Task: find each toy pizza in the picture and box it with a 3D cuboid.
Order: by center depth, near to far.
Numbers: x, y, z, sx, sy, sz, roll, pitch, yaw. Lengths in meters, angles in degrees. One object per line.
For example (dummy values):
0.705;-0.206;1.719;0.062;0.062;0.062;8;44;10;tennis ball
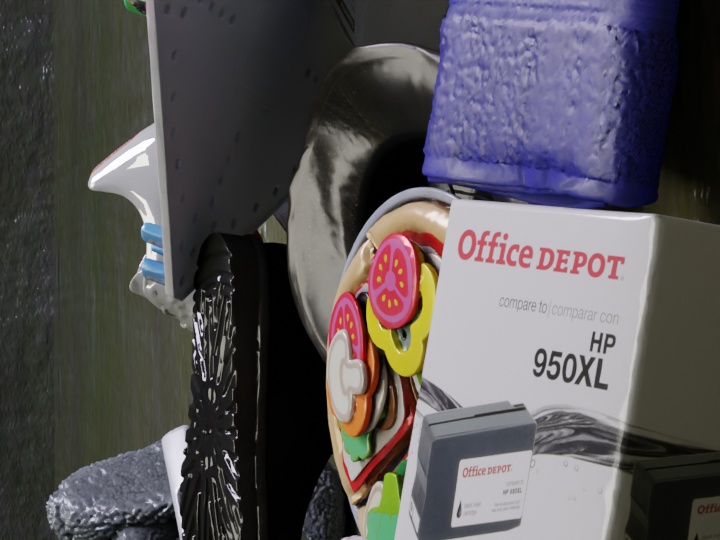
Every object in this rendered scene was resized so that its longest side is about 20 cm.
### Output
0.026;0.064;1.127;0.200;0.032;0.201;18;111;60;toy pizza

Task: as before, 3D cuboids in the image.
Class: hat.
0.052;-0.016;1.195;0.200;0.081;0.201;18;112;50;hat

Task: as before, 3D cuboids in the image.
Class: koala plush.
-0.082;0.218;1.699;0.200;0.183;0.178;73;170;-48;koala plush

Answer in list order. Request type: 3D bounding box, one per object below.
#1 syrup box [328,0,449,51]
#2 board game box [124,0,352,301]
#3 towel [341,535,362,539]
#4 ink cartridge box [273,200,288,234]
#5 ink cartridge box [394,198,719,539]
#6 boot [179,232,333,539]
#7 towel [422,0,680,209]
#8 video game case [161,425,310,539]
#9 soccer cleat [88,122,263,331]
0.038;-0.209;1.270;0.081;0.078;0.201;-116;28;-59;syrup box
-0.055;-0.117;1.306;0.200;0.026;0.200;-46;-35;-43;board game box
-0.020;0.230;1.312;0.032;0.199;0.191;67;-167;-55;towel
-0.046;-0.090;1.522;0.161;0.050;0.200;54;-171;-38;ink cartridge box
0.086;0.078;0.953;0.144;0.084;0.201;8;88;60;ink cartridge box
-0.003;0.080;1.291;0.079;0.157;0.212;180;94;-67;boot
0.092;-0.126;1.052;0.148;0.049;0.201;12;95;57;towel
-0.041;0.207;1.489;0.200;0.023;0.182;48;-162;-40;video game case
-0.082;0.012;1.441;0.069;0.085;0.200;-74;-41;-77;soccer cleat
